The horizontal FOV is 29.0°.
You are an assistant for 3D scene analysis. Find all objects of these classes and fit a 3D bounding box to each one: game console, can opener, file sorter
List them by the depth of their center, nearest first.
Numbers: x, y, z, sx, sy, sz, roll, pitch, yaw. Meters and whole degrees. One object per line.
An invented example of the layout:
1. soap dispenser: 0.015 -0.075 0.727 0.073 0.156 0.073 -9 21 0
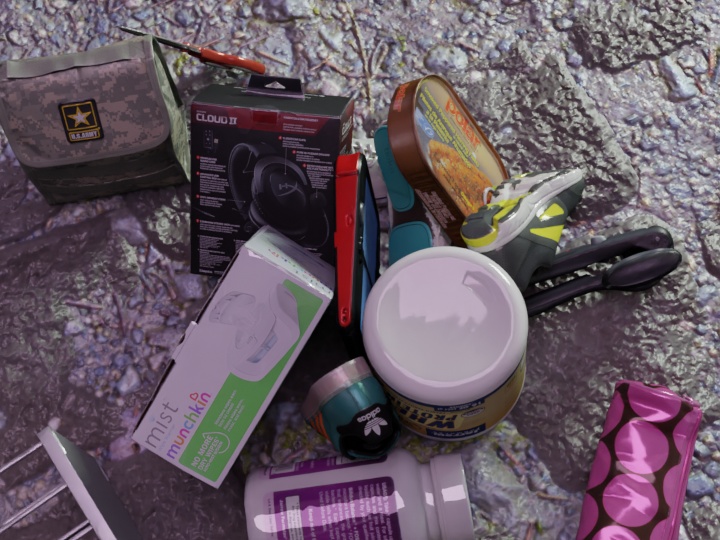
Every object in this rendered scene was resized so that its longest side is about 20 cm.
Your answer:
1. file sorter: -0.265 0.272 1.276 0.124 0.139 0.200 -35 70 -5
2. game console: 0.000 0.000 1.313 0.031 0.200 0.177 -4 69 5
3. can opener: 0.214 0.002 1.367 0.200 0.079 0.063 -15 77 10

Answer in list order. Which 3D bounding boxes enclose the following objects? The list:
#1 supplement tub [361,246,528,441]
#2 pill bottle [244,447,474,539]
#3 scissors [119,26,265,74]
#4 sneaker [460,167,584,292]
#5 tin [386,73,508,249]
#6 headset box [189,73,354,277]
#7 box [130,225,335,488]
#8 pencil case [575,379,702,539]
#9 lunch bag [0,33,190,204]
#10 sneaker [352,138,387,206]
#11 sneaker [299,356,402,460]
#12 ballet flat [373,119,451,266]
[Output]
1. supplement tub: 0.080 0.075 1.277 0.144 0.200 0.145 -2 69 5
2. pill bottle: 0.001 0.223 1.279 0.200 0.112 0.112 -9 69 3
3. scissors: -0.166 -0.226 1.425 0.073 0.200 0.014 14 92 23
4. sneaker: 0.162 -0.040 1.358 0.074 0.200 0.085 -4 110 39
5. tin: 0.089 -0.103 1.353 0.042 0.200 0.112 -8 47 35
6. headset box: -0.087 -0.092 1.364 0.149 0.077 0.200 6 112 8
7. box: -0.110 0.071 1.272 0.097 0.176 0.200 31 97 -3
8. pencil case: 0.258 0.200 1.275 0.094 0.091 0.200 -2 67 43
9. lunch bag: -0.267 -0.156 1.399 0.164 0.200 0.118 -9 69 2
10. sneaker: -0.012 -0.106 1.423 0.200 0.071 0.073 -8 69 3
11. sneaker: -0.007 0.140 1.267 0.071 0.200 0.080 -29 78 -8
12. ballet flat: 0.063 -0.057 1.383 0.072 0.072 0.200 -8 95 3
